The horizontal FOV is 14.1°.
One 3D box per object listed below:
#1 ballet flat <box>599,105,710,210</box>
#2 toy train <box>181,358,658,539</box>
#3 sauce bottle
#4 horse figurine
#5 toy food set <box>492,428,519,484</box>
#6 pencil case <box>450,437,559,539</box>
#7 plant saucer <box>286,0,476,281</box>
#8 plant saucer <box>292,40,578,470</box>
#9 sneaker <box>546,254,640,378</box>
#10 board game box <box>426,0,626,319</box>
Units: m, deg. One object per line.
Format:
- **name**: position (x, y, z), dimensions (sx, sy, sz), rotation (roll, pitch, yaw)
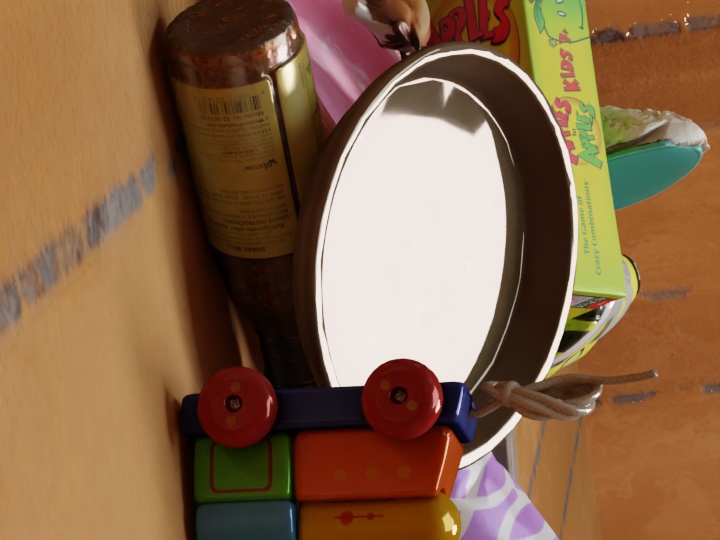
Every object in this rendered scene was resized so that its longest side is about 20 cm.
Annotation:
- **ballet flat**: position (0.103, -0.054, 1.605), dimensions (0.072, 0.200, 0.072), rotation (25, 50, -34)
- **toy train**: position (0.026, 0.101, 1.221), dimensions (0.085, 0.199, 0.116), rotation (56, 32, -72)
- **sauce bottle**: position (-0.042, -0.027, 1.330), dimensions (0.066, 0.066, 0.201), rotation (-84, 167, -59)
- **horse figurine**: position (-0.013, -0.179, 1.476), dimensions (0.050, 0.132, 0.200), rotation (-54, -171, 14)
- **toy food set**: position (0.057, 0.156, 1.558), dimensions (0.060, 0.143, 0.201), rotation (19, 53, -33)
- **pencil case**: position (0.073, 0.172, 1.413), dimensions (0.084, 0.085, 0.200), rotation (-39, 96, -39)
- **plant saucer**: position (-0.004, -0.065, 1.447), dimensions (0.201, 0.051, 0.201), rotation (49, 18, -21)
- **plant saucer**: position (0.033, -0.006, 1.346), dimensions (0.200, 0.029, 0.201), rotation (-10, 103, -49)
- **sneaker**: position (0.078, 0.048, 1.656), dimensions (0.076, 0.200, 0.076), rotation (-7, 73, -53)
- **board game box**: position (0.078, -0.070, 1.546), dimensions (0.047, 0.101, 0.201), rotation (6, 70, -37)
